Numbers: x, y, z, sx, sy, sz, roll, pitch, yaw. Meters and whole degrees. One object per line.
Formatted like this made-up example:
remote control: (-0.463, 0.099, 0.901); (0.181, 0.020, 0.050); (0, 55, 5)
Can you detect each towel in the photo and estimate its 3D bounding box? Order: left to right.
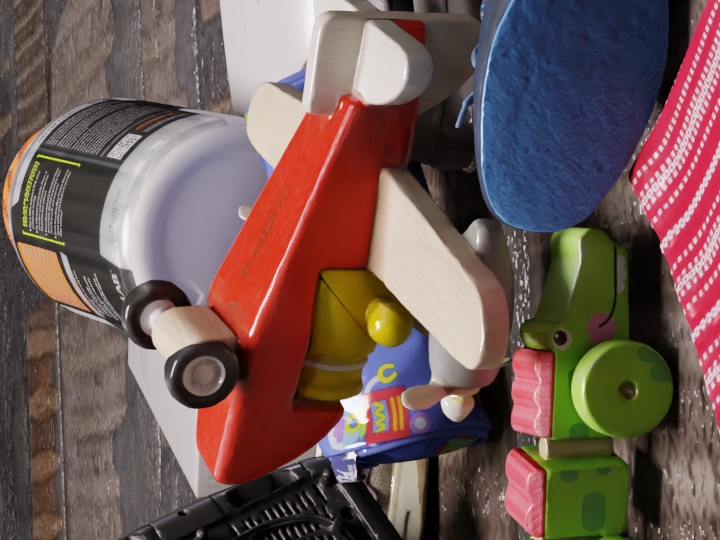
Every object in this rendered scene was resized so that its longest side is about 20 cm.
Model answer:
towel: (0.141, -0.007, 0.944); (0.145, 0.022, 0.200); (108, 155, -49)

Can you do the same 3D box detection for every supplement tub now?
supplement tub: (-0.108, -0.027, 1.434); (0.200, 0.122, 0.123); (16, 107, 60)

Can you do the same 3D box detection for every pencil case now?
pencil case: (0.000, 0.000, 1.291); (0.078, 0.087, 0.200); (6, -112, -62)

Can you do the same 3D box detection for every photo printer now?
photo printer: (-0.023, -0.146, 1.429); (0.200, 0.069, 0.166); (117, 148, -63)

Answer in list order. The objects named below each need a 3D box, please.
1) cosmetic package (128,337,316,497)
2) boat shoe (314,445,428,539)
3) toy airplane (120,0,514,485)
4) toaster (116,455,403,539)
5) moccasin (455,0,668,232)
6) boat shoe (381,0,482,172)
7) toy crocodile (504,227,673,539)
cosmetic package: (-0.062, 0.049, 1.531); (0.200, 0.108, 0.085); (-124, 35, -65)
boat shoe: (-0.001, 0.060, 1.385); (0.072, 0.065, 0.200); (-163, 73, -75)
toy airplane: (0.005, -0.019, 1.157); (0.199, 0.141, 0.200); (-30, 47, 47)
toaster: (-0.052, 0.197, 1.272); (0.200, 0.181, 0.119); (54, 152, 25)
moccasin: (0.087, -0.113, 1.063); (0.068, 0.080, 0.200); (-164, 88, -80)
boat shoe: (0.028, -0.129, 1.275); (0.067, 0.057, 0.200); (104, 158, -49)
toy crocodile: (0.084, 0.082, 1.086); (0.068, 0.062, 0.200); (-157, 67, -73)
